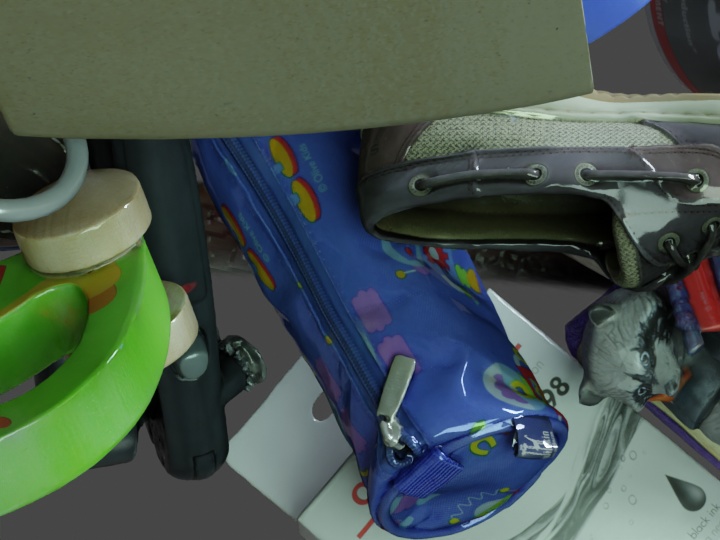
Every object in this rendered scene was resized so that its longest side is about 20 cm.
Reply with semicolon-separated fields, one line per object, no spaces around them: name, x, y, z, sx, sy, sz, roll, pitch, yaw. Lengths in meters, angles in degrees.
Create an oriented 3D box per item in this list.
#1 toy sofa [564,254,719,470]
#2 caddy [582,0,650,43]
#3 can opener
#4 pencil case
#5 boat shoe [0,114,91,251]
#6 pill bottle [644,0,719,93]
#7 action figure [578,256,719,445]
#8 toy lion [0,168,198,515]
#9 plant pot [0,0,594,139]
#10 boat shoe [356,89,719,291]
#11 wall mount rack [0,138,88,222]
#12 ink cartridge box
toy sofa;0.160;0.039;1.138;0.200;0.083;0.098;39;90;-22
caddy;0.059;-0.157;1.021;0.200;0.141;0.105;-45;118;-31
can opener;-0.075;-0.003;1.024;0.078;0.063;0.200;-22;135;-26
pencil case;0.000;0.000;1.021;0.078;0.200;0.087;-36;158;20
boat shoe;-0.181;-0.050;1.002;0.199;0.072;0.072;18;94;-22
pill bottle;0.196;-0.100;1.061;0.114;0.200;0.114;-4;101;-19
action figure;0.170;0.046;1.031;0.193;0.200;0.105;8;139;-12
toy lion;-0.164;0.056;0.928;0.199;0.192;0.069;-13;119;12
plant pot;-0.052;-0.151;0.845;0.177;0.200;0.200;-19;150;0
boat shoe;0.095;-0.024;0.975;0.199;0.072;0.065;9;68;2
wall mount rack;-0.176;-0.072;0.910;0.200;0.174;0.075;30;133;-2
ink cartridge box;0.055;0.091;1.076;0.200;0.067;0.116;40;84;4
